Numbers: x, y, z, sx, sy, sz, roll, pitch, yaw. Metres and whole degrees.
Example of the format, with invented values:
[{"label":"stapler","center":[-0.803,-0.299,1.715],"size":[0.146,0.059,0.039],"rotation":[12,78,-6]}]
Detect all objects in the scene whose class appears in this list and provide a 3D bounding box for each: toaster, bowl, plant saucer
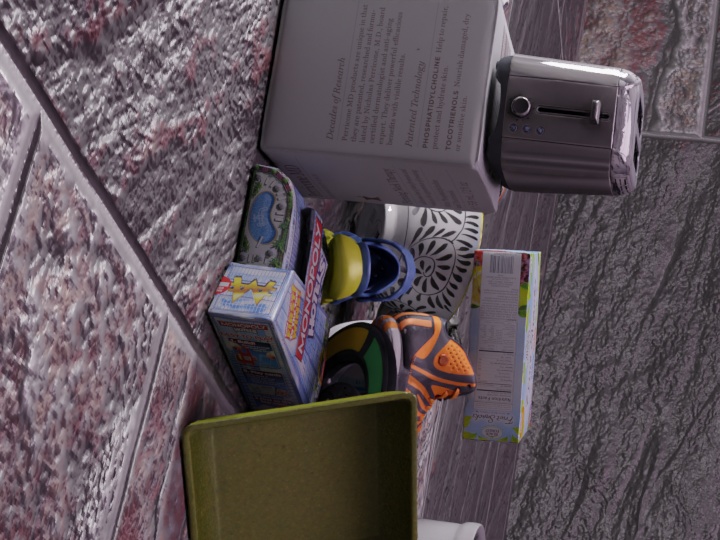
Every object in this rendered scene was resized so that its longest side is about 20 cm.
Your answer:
[{"label":"toaster","center":[0.191,-0.126,1.481],"size":[0.200,0.128,0.115],"rotation":[36,61,-76]},{"label":"bowl","center":[0.052,-0.037,1.818],"size":[0.200,0.093,0.203],"rotation":[-168,-90,-68]},{"label":"plant saucer","center":[-0.052,0.190,1.389],"size":[0.048,0.198,0.201],"rotation":[-116,-159,-59]}]

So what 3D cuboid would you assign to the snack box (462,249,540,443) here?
[{"label":"snack box","center":[0.155,0.078,1.757],"size":[0.169,0.067,0.202],"rotation":[0,93,-80]}]

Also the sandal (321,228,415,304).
[{"label":"sandal","center":[0.000,0.000,1.618],"size":[0.200,0.086,0.080],"rotation":[-151,-115,-78]}]

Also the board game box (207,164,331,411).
[{"label":"board game box","center":[-0.073,0.019,1.439],"size":[0.200,0.061,0.202],"rotation":[59,39,-71]}]

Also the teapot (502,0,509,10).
[{"label":"teapot","center":[0.137,-0.446,1.963],"size":[0.198,0.145,0.201],"rotation":[-70,160,-48]}]

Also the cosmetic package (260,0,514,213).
[{"label":"cosmetic package","center":[0.032,-0.159,1.505],"size":[0.167,0.198,0.168],"rotation":[48,49,-73]}]

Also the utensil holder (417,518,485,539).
[{"label":"utensil holder","center":[0.018,0.334,1.675],"size":[0.170,0.198,0.172],"rotation":[6,90,-78]}]

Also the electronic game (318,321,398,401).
[{"label":"electronic game","center":[-0.027,0.143,1.516],"size":[0.200,0.041,0.201],"rotation":[-44,-148,37]}]

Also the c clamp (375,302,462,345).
[{"label":"c clamp","center":[0.063,0.080,1.896],"size":[0.200,0.027,0.172],"rotation":[136,-50,-56]}]

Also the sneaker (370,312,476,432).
[{"label":"sneaker","center":[0.061,0.141,1.655],"size":[0.078,0.111,0.202],"rotation":[-139,-128,-60]}]

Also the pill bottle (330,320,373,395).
[{"label":"pill bottle","center":[0.007,0.164,1.748],"size":[0.111,0.110,0.202],"rotation":[-53,147,-66]}]

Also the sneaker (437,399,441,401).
[{"label":"sneaker","center":[0.046,0.099,1.822],"size":[0.066,0.200,0.091],"rotation":[-23,102,-29]}]

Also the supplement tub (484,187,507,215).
[{"label":"supplement tub","center":[0.125,-0.127,2.107],"size":[0.200,0.121,0.124],"rotation":[-8,104,-76]}]
